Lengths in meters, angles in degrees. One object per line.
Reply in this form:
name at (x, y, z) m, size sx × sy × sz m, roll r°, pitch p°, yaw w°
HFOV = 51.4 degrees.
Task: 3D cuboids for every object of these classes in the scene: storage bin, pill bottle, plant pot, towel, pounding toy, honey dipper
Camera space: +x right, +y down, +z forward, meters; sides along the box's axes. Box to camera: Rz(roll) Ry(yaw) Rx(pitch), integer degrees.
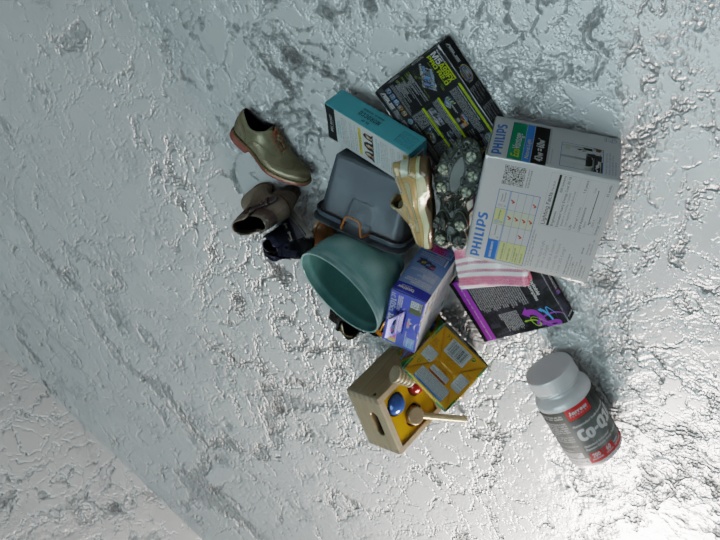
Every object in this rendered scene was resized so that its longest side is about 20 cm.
storage bin at (0.021, -0.139, 1.382) m, size 0.198 × 0.145 × 0.136 m, roll 25°, pitch 125°, yaw 19°
pill bottle at (0.404, 0.264, 1.424) m, size 0.113 × 0.114 × 0.201 m, roll -19°, pitch 111°, yaw 44°
plant pot at (0.000, 0.000, 1.441) m, size 0.199 × 0.134 × 0.201 m, roll 37°, pitch 157°, yaw 18°
towel at (0.220, -0.065, 1.333) m, size 0.145 × 0.030 × 0.203 m, roll -4°, pitch 108°, yaw 38°
pounding toy at (0.106, 0.296, 1.644) m, size 0.141 × 0.184 × 0.202 m, roll 8°, pitch 128°, yaw 47°
honey dipper at (0.146, 0.244, 1.593) m, size 0.198 × 0.038 × 0.038 m, roll 23°, pitch 148°, yaw -33°

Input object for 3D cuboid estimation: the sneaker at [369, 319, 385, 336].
sneaker at (0.060, 0.112, 1.577) m, size 0.078 × 0.077 × 0.200 m, roll 46°, pitch 151°, yaw -9°

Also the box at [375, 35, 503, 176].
box at (0.140, -0.262, 1.251) m, size 0.159 × 0.044 × 0.201 m, roll -27°, pitch 105°, yaw 45°

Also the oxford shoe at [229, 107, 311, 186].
oxford shoe at (-0.174, -0.243, 1.486) m, size 0.199 × 0.071 × 0.075 m, roll 36°, pitch 132°, yaw 6°

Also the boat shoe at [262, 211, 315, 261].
boat shoe at (-0.165, -0.072, 1.535) m, size 0.200 × 0.091 × 0.076 m, roll -144°, pitch 50°, yaw -62°

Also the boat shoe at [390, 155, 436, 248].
boat shoe at (0.089, -0.116, 1.285) m, size 0.075 × 0.072 × 0.201 m, roll -1°, pitch 136°, yaw 10°

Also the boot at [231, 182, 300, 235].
boot at (-0.218, -0.122, 1.556) m, size 0.198 × 0.146 × 0.071 m, roll -12°, pitch 116°, yaw 42°

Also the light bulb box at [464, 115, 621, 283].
light bulb box at (0.283, -0.111, 1.172) m, size 0.197 × 0.125 × 0.200 m, roll 13°, pitch 131°, yaw 9°

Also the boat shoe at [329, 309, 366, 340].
boat shoe at (-0.028, 0.105, 1.612) m, size 0.074 × 0.074 × 0.200 m, roll 32°, pitch 162°, yaw -14°

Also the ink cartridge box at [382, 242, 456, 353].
ink cartridge box at (0.108, 0.056, 1.412) m, size 0.076 × 0.200 × 0.138 m, roll 22°, pitch 133°, yaw 14°

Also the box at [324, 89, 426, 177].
box at (0.026, -0.234, 1.313) m, size 0.199 × 0.049 × 0.083 m, roll 36°, pitch 154°, yaw 26°

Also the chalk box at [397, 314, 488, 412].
chalk box at (0.158, 0.175, 1.501) m, size 0.125 × 0.124 × 0.200 m, roll 44°, pitch -178°, yaw -2°

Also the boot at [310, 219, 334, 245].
boot at (-0.027, -0.023, 1.554) m, size 0.153 × 0.074 × 0.201 m, roll 22°, pitch 142°, yaw 20°

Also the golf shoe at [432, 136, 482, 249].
golf shoe at (0.165, -0.136, 1.260) m, size 0.076 × 0.088 × 0.202 m, roll 17°, pitch 123°, yaw 16°

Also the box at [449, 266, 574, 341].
box at (0.281, 0.052, 1.404) m, size 0.199 × 0.036 × 0.144 m, roll -19°, pitch 109°, yaw 46°
